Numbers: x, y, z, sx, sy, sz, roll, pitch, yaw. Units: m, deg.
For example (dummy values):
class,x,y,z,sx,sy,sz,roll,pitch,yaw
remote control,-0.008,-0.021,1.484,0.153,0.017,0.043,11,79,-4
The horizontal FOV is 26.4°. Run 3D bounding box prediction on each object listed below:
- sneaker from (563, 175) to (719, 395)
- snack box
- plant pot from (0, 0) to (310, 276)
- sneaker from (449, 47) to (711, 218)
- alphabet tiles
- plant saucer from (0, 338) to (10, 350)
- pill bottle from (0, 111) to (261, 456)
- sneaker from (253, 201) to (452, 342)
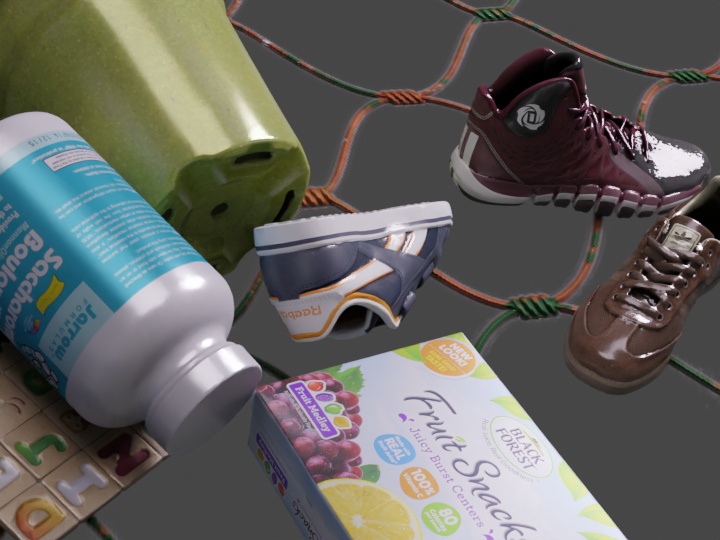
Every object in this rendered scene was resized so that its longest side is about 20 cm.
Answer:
class,x,y,z,sx,sy,sz,roll,pitch,yaw
sneaker,0.194,0.002,1.012,0.070,0.076,0.200,26,41,19
snack box,0.043,0.128,0.846,0.142,0.053,0.200,-12,44,-27
plant pot,-0.135,-0.096,0.997,0.200,0.201,0.184,-20,58,-31
sneaker,0.169,-0.103,1.104,0.199,0.116,0.076,-1,40,-12
alphabet tiles,-0.193,0.070,0.872,0.166,0.006,0.200,41,46,13
plant saucer,-0.298,0.018,0.931,0.199,0.031,0.200,6,38,-5
pill bottle,-0.148,0.011,0.864,0.200,0.111,0.111,43,48,17
sneaker,0.000,0.000,0.984,0.078,0.080,0.200,-9,2,32
